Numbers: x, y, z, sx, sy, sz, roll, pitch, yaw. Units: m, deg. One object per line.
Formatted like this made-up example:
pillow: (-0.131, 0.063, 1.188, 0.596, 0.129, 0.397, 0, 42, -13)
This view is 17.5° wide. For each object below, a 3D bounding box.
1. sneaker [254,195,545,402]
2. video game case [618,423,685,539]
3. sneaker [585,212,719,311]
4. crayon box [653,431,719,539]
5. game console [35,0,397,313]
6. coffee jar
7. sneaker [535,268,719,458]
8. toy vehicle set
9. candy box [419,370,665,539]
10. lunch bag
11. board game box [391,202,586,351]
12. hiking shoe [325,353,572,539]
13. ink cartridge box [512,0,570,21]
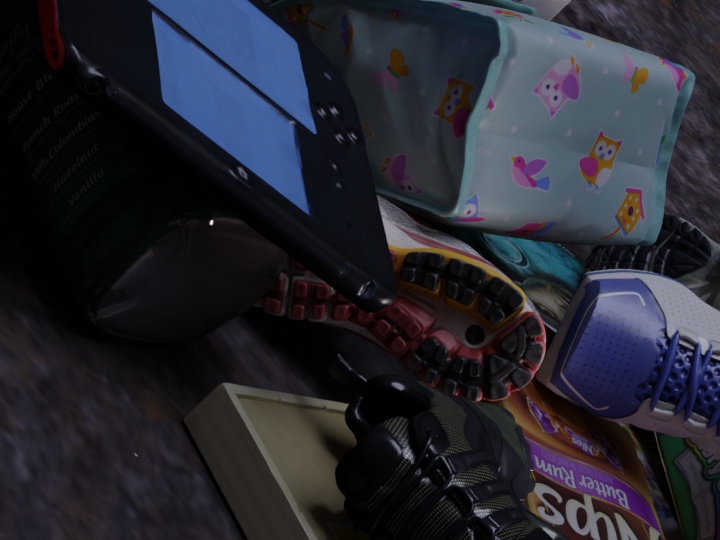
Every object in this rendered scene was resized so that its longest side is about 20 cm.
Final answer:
sneaker: (0.000, 0.000, 1.137, 0.200, 0.078, 0.082, 33, 7, 7)
video game case: (0.156, 0.083, 1.382, 0.183, 0.023, 0.200, 55, 21, 21)
sneaker: (0.214, 0.024, 1.390, 0.199, 0.078, 0.086, 12, -26, 47)
crayon box: (0.247, 0.154, 1.332, 0.172, 0.058, 0.201, 30, 37, -40)
game console: (-0.064, -0.086, 1.010, 0.200, 0.031, 0.177, 37, 21, -33)
coffee jar: (-0.117, -0.068, 1.039, 0.104, 0.085, 0.200, 13, 39, -57)
sneaker: (0.199, 0.064, 1.178, 0.199, 0.081, 0.115, 23, -1, -25)
toy vehicle set: (0.013, 0.139, 0.998, 0.124, 0.027, 0.200, 15, 37, -54)
candy box: (0.097, 0.128, 1.141, 0.117, 0.056, 0.200, 36, 25, -28)
lunch bag: (0.046, -0.089, 1.229, 0.170, 0.123, 0.200, 9, 8, -44)
board game box: (0.036, -0.035, 1.314, 0.200, 0.028, 0.135, 37, 21, -2)
hiking shoe: (0.033, 0.112, 0.967, 0.100, 0.076, 0.200, 25, 19, -26)
ink cartridge box: (0.059, -0.177, 1.413, 0.067, 0.200, 0.117, 31, 25, -34)
